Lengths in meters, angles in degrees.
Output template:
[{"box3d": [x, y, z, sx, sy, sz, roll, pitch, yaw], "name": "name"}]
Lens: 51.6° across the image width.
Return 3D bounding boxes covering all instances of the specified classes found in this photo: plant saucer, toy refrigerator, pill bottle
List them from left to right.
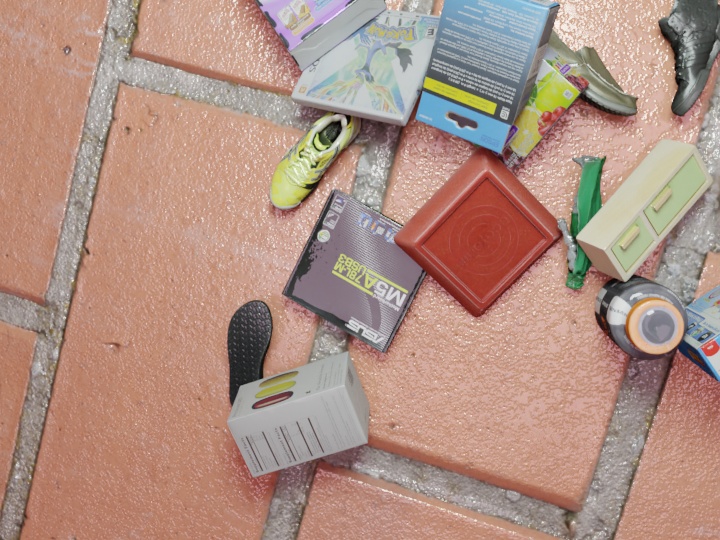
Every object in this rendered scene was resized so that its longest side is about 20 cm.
[{"box3d": [0.185, -0.049, 1.133, 0.199, 0.037, 0.200, 41, 103, -18], "name": "plant saucer"}, {"box3d": [0.399, 0.066, 1.060, 0.104, 0.200, 0.109, 1, 94, 10], "name": "pill bottle"}, {"box3d": [0.412, -0.087, 1.076, 0.200, 0.070, 0.076, -47, 120, -4], "name": "toy refrigerator"}]

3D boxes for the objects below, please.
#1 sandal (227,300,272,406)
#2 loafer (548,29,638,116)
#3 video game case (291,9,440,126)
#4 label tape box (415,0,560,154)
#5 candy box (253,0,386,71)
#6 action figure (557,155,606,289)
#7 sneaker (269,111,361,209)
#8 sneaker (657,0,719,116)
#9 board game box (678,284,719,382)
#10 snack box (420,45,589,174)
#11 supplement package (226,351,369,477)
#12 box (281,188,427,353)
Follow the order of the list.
[{"box3d": [-0.187, 0.140, 1.252, 0.074, 0.048, 0.204, 13, 109, 8], "name": "sandal"}, {"box3d": [0.333, -0.299, 1.107, 0.198, 0.075, 0.070, 34, 103, 6], "name": "loafer"}, {"box3d": [0.013, -0.317, 1.126, 0.197, 0.022, 0.185, 17, 74, 26], "name": "video game case"}, {"box3d": [0.171, -0.287, 1.033, 0.142, 0.063, 0.203, 26, 123, 18], "name": "label tape box"}, {"box3d": [-0.083, -0.441, 1.139, 0.166, 0.072, 0.202, -34, 74, 4], "name": "candy box"}, {"box3d": [0.333, -0.069, 1.123, 0.054, 0.117, 0.204, 12, 107, 34], "name": "action figure"}, {"box3d": [-0.081, -0.183, 1.181, 0.075, 0.076, 0.201, 39, 101, 3], "name": "sneaker"}, {"box3d": [0.474, -0.337, 1.090, 0.103, 0.060, 0.202, 27, 93, 5], "name": "sneaker"}, {"box3d": [0.539, 0.058, 1.036, 0.195, 0.200, 0.056, -36, 89, 11], "name": "board game box"}, {"box3d": [0.205, -0.272, 1.103, 0.200, 0.068, 0.169, 43, 128, 6], "name": "snack box"}, {"box3d": [-0.095, 0.229, 1.189, 0.197, 0.114, 0.111, -19, 109, 9], "name": "supplement package"}, {"box3d": [0.000, 0.000, 1.203, 0.198, 0.047, 0.195, 29, 96, 7], "name": "box"}]
